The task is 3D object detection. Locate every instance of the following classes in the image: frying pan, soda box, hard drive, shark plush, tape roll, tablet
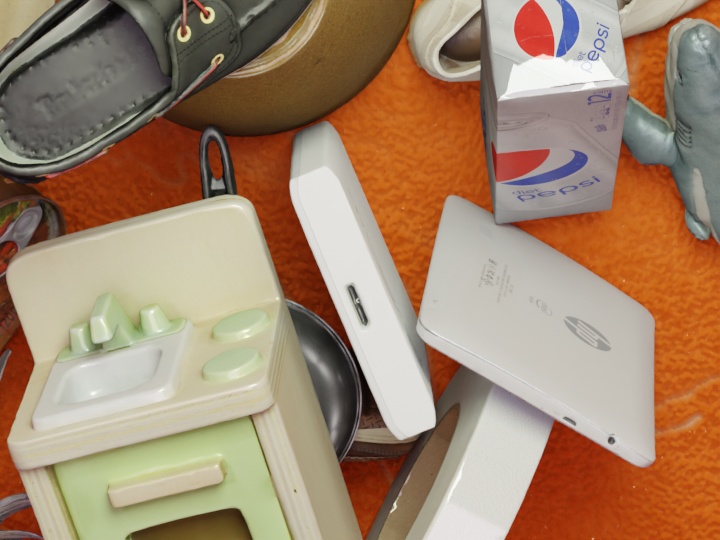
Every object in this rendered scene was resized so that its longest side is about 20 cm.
[{"bbox_3d":[-0.047,0.033,1.402,0.114,0.031,0.191,15,109,-4],"label":"frying pan"},{"bbox_3d":[0.092,-0.084,1.372,0.063,0.200,0.069,-7,75,0],"label":"soda box"},{"bbox_3d":[0.000,0.000,1.387,0.027,0.200,0.132,-23,98,3],"label":"hard drive"},{"bbox_3d":[0.193,-0.034,1.436,0.090,0.083,0.201,-18,101,-14],"label":"shark plush"},{"bbox_3d":[0.040,0.122,1.409,0.037,0.203,0.203,27,98,-5],"label":"tape roll"},{"bbox_3d":[0.091,0.025,1.394,0.130,0.200,0.014,31,110,-5],"label":"tablet"}]

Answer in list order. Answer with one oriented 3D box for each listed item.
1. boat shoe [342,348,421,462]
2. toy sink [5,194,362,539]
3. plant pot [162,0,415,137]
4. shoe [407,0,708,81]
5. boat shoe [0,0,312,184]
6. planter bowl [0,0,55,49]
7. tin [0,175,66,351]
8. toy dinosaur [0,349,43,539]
[{"bbox_3d":[-0.069,0.075,1.472,0.201,0.075,0.075,12,120,-3],"label":"boat shoe"},{"bbox_3d":[-0.088,0.085,1.344,0.130,0.112,0.201,-14,110,8],"label":"toy sink"},{"bbox_3d":[-0.060,-0.149,1.365,0.185,0.200,0.187,0,98,-1],"label":"plant pot"},{"bbox_3d":[0.120,-0.145,1.440,0.199,0.053,0.070,-25,98,3],"label":"shoe"},{"bbox_3d":[-0.087,-0.108,1.240,0.201,0.063,0.074,-37,95,3],"label":"boat shoe"},{"bbox_3d":[-0.230,-0.169,1.355,0.134,0.200,0.201,6,99,8],"label":"planter bowl"},{"bbox_3d":[-0.229,0.033,1.436,0.042,0.112,0.200,40,96,19],"label":"tin"},{"bbox_3d":[-0.208,0.145,1.426,0.181,0.105,0.201,23,100,-27],"label":"toy dinosaur"}]
